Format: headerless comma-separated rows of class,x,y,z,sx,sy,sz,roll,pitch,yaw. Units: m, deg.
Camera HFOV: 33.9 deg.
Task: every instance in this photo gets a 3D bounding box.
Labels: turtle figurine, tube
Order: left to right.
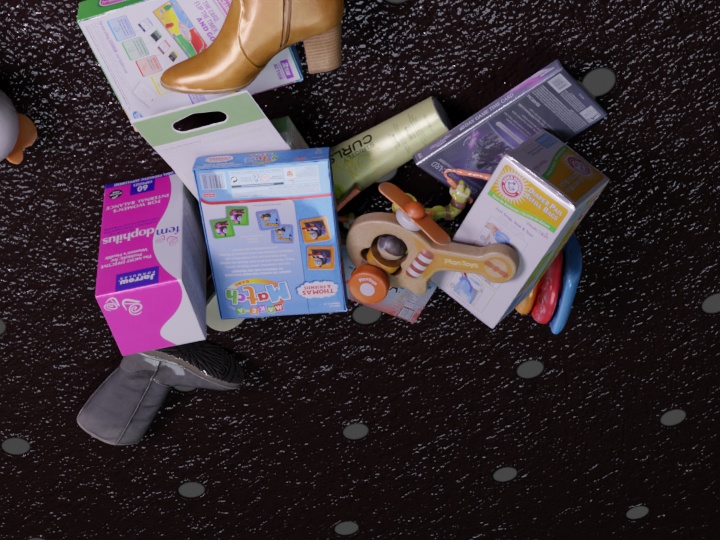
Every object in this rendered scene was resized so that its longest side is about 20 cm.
tube,0.013,-0.134,1.392,0.200,0.058,0.052,-27,141,18
turtle figurine,0.076,-0.057,1.425,0.200,0.064,0.161,-15,156,12

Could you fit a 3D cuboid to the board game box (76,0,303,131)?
board game box,-0.179,-0.245,1.268,0.200,0.040,0.153,-16,133,6

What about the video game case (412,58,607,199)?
video game case,0.177,-0.159,1.384,0.200,0.019,0.143,-32,151,21

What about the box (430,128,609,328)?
box,0.185,-0.049,1.384,0.101,0.112,0.200,39,129,13

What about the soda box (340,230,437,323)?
soda box,0.000,0.000,1.472,0.200,0.068,0.064,22,105,-40

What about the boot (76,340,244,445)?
boot,-0.277,0.175,1.627,0.182,0.073,0.200,24,120,-11

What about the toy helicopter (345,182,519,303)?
toy helicopter,0.081,-0.027,1.342,0.200,0.079,0.132,8,126,12

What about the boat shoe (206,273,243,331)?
boat shoe,-0.124,-0.011,1.483,0.201,0.063,0.074,-42,122,10

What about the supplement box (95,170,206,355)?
supplement box,-0.239,-0.012,1.368,0.101,0.200,0.103,-12,134,2

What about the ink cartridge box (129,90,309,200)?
ink cartridge box,-0.146,-0.140,1.328,0.145,0.048,0.200,-12,145,17

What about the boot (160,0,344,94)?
boot,-0.117,-0.262,1.196,0.201,0.071,0.144,-10,126,0

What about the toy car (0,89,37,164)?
toy car,-0.435,-0.175,1.249,0.184,0.177,0.200,-27,162,33

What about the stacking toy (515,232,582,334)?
stacking toy,0.177,0.005,1.527,0.200,0.116,0.110,8,129,-1

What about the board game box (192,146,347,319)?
board game box,-0.099,-0.039,1.340,0.151,0.037,0.200,-4,121,3
